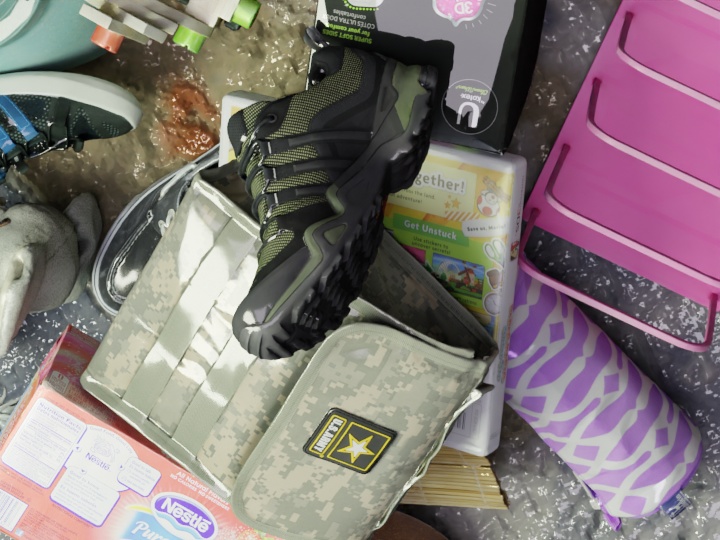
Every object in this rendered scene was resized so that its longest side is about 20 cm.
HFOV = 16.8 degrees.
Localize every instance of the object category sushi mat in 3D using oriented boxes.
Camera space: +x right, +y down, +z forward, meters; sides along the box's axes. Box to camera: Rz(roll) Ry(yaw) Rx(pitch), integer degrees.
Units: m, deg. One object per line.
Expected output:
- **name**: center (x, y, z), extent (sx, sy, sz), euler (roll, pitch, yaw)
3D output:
- **sushi mat**: center (-0.009, 0.118, 1.538), extent (0.199, 0.012, 0.096), euler (0, 138, 24)

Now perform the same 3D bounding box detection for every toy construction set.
- **toy construction set**: center (-0.079, -0.200, 1.437), extent (0.092, 0.131, 0.200), euler (42, 95, -3)

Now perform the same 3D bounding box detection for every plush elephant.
- **plush elephant**: center (-0.248, 0.001, 1.533), extent (0.200, 0.165, 0.155), euler (39, 104, -4)

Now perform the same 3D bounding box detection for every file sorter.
- **file sorter**: center (0.191, -0.073, 1.435), extent (0.138, 0.125, 0.201), euler (25, 111, 2)

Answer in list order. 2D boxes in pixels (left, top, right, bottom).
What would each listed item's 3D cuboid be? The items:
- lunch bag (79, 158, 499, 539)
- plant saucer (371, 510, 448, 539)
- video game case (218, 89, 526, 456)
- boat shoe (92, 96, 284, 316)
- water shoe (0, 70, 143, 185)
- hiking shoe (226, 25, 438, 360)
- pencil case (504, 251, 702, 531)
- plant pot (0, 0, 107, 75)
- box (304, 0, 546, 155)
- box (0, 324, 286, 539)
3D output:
- **lunch bag**: center (-0.036, 0.053, 1.407), extent (0.200, 0.118, 0.164), euler (38, 118, 9)
- **plant saucer**: center (-0.017, 0.242, 1.594), extent (0.199, 0.035, 0.201), euler (-3, 122, -5)
- **video game case**: center (0.000, 0.000, 1.450), extent (0.199, 0.023, 0.183), euler (15, 113, 27)
- **boat shoe**: center (-0.098, -0.033, 1.536), extent (0.200, 0.068, 0.072), euler (-36, 98, 19)
- **water shoe**: center (-0.232, -0.075, 1.482), extent (0.199, 0.072, 0.079), euler (-1, 76, -7)
- **hiking shoe**: center (-0.034, -0.041, 1.318), extent (0.100, 0.201, 0.076), euler (22, 149, 13)
- **pencil case**: center (0.124, 0.071, 1.500), extent (0.085, 0.084, 0.200), euler (-40, 109, 13)
- **plant pot**: center (-0.227, -0.203, 1.472), extent (0.199, 0.134, 0.202), euler (3, 108, 11)
- **box**: center (0.050, -0.190, 1.412), extent (0.124, 0.149, 0.201), euler (12, 110, 7)
- **box**: center (-0.124, 0.136, 1.474), extent (0.199, 0.095, 0.103), euler (31, 111, -8)
